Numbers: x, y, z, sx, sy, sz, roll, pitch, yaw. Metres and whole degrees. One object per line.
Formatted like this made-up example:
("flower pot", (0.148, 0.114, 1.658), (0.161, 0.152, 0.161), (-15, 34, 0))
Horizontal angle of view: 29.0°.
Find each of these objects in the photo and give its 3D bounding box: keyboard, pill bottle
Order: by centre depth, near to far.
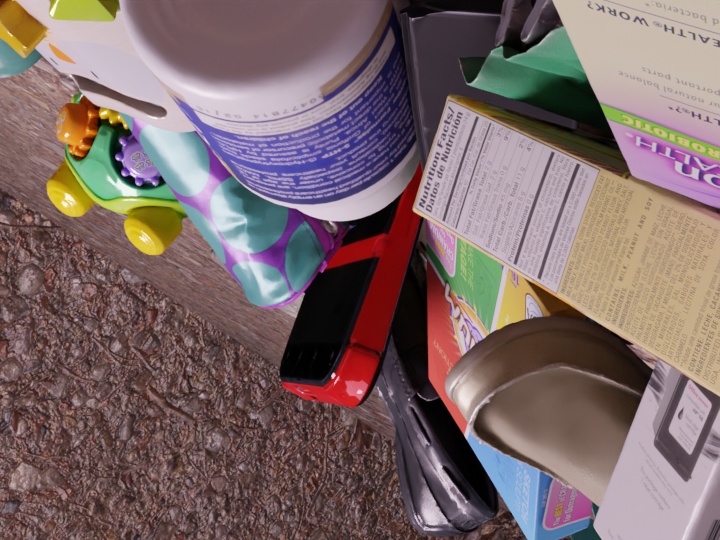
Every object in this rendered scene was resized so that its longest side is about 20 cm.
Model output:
("keyboard", (0.087, -0.067, 0.641), (0.125, 0.021, 0.200), (6, 158, 9))
("pill bottle", (-0.028, -0.098, 0.661), (0.119, 0.121, 0.200), (26, 169, 18))

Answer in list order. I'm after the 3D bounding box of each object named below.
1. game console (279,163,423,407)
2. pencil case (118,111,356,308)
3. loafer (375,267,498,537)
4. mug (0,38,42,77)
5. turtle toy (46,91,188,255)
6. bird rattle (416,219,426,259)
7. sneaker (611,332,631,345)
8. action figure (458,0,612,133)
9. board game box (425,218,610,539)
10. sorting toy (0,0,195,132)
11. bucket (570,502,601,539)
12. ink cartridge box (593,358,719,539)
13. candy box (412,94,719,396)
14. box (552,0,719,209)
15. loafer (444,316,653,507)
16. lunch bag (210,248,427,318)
("game console", (0.000, 0.000, 0.918), (0.031, 0.179, 0.200), (22, 172, -12))
("pencil case", (-0.085, -0.079, 0.856), (0.092, 0.085, 0.201), (-18, 114, 42))
("loafer", (0.049, 0.082, 0.965), (0.070, 0.203, 0.068), (-23, 168, 40))
("mug", (-0.264, -0.198, 0.859), (0.183, 0.115, 0.152), (28, 171, 6))
("turtle toy", (-0.136, -0.095, 1.006), (0.198, 0.146, 0.102), (24, 149, 23))
("bird rattle", (0.095, 0.006, 0.923), (0.163, 0.113, 0.200), (45, 168, 4))
("sneaker", (0.178, 0.009, 0.754), (0.090, 0.077, 0.200), (24, 171, 10))
("action figure", (0.146, -0.058, 0.528), (0.198, 0.055, 0.118), (22, -178, -15))
("board game box", (0.087, 0.040, 0.813), (0.154, 0.040, 0.202), (-122, 20, -43))
("sorting toy", (-0.154, -0.148, 0.717), (0.199, 0.107, 0.181), (21, 154, 41))
("bucket", (0.251, 0.181, 0.942), (0.135, 0.207, 0.207), (49, 170, 0))
("ink cartridge box", (0.197, 0.058, 0.633), (0.114, 0.202, 0.067), (3, -151, -22))
("candy box", (0.120, -0.007, 0.521), (0.114, 0.056, 0.200), (11, -167, -33))
("box", (0.142, -0.078, 0.335), (0.174, 0.098, 0.200), (24, 168, 30))
("loafer", (0.129, 0.084, 0.709), (0.198, 0.076, 0.069), (21, -148, -32))
("lunch bag", (-0.008, -0.002, 1.104), (0.199, 0.118, 0.164), (35, 173, -7))
